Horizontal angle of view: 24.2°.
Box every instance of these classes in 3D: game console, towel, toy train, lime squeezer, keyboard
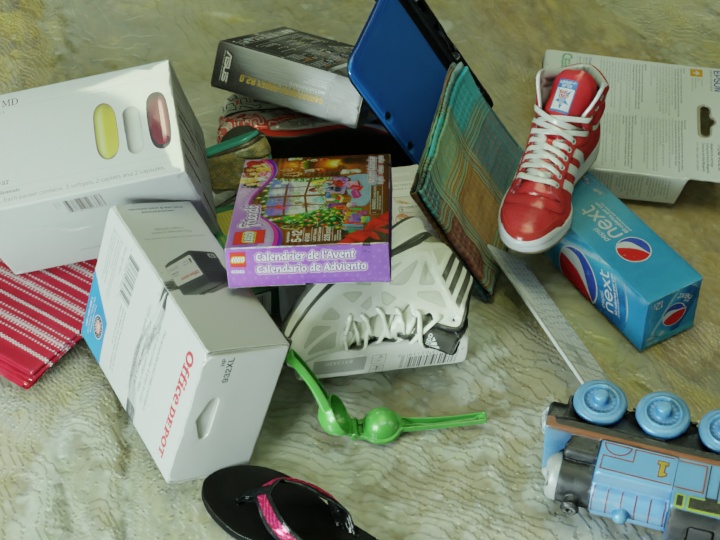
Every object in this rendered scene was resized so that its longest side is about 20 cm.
[{"bbox_3d":[0.035,-0.202,1.675,0.118,0.200,0.171,-43,40,-4],"label":"game console"},{"bbox_3d":[0.109,-0.088,1.613,0.022,0.147,0.201,-18,34,31],"label":"towel"},{"bbox_3d":[-0.293,0.022,1.566,0.144,0.023,0.200,24,47,25],"label":"towel"},{"bbox_3d":[0.240,0.164,1.386,0.198,0.087,0.115,13,51,12],"label":"toy train"},{"bbox_3d":[0.010,0.117,1.445,0.199,0.071,0.038,20,24,-24],"label":"lime squeezer"},{"bbox_3d":[0.176,0.048,1.532,0.011,0.056,0.201,-46,47,15],"label":"keyboard"}]

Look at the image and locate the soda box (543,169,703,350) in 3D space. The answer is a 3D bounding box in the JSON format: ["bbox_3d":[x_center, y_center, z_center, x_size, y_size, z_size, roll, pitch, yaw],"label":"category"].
[{"bbox_3d":[0.231,-0.018,1.587,0.067,0.065,0.200,-23,48,-23],"label":"soda box"}]

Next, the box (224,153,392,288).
[{"bbox_3d":[-0.040,-0.046,1.452,0.135,0.039,0.200,-3,25,2],"label":"box"}]

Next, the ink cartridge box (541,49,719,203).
[{"bbox_3d":[0.281,-0.148,1.740,0.198,0.044,0.197,8,43,4],"label":"ink cartridge box"}]

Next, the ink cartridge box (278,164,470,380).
[{"bbox_3d":[0.000,0.000,1.543,0.159,0.050,0.201,-6,53,-14],"label":"ink cartridge box"}]

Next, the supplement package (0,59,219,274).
[{"bbox_3d":[-0.244,-0.090,1.513,0.198,0.156,0.112,-12,70,2],"label":"supplement package"}]

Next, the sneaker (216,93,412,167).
[{"bbox_3d":[-0.047,-0.142,1.707,0.199,0.068,0.108,0,34,-10],"label":"sneaker"}]

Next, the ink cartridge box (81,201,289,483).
[{"bbox_3d":[-0.154,0.058,1.432,0.083,0.146,0.200,-5,41,-33],"label":"ink cartridge box"}]

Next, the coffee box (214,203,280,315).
[{"bbox_3d":[-0.071,-0.019,1.595,0.198,0.044,0.123,-17,49,-17],"label":"coffee box"}]

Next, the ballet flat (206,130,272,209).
[{"bbox_3d":[-0.171,-0.084,1.638,0.198,0.071,0.071,-11,38,26],"label":"ballet flat"}]

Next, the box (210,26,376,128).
[{"bbox_3d":[-0.044,-0.200,1.715,0.157,0.049,0.200,17,17,12],"label":"box"}]

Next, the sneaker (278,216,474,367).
[{"bbox_3d":[0.024,0.040,1.442,0.115,0.076,0.200,39,55,20],"label":"sneaker"}]

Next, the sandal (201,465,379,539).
[{"bbox_3d":[-0.042,0.205,1.363,0.199,0.045,0.075,26,49,24],"label":"sandal"}]

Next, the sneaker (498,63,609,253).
[{"bbox_3d":[0.179,-0.113,1.556,0.071,0.113,0.201,15,45,15],"label":"sneaker"}]
